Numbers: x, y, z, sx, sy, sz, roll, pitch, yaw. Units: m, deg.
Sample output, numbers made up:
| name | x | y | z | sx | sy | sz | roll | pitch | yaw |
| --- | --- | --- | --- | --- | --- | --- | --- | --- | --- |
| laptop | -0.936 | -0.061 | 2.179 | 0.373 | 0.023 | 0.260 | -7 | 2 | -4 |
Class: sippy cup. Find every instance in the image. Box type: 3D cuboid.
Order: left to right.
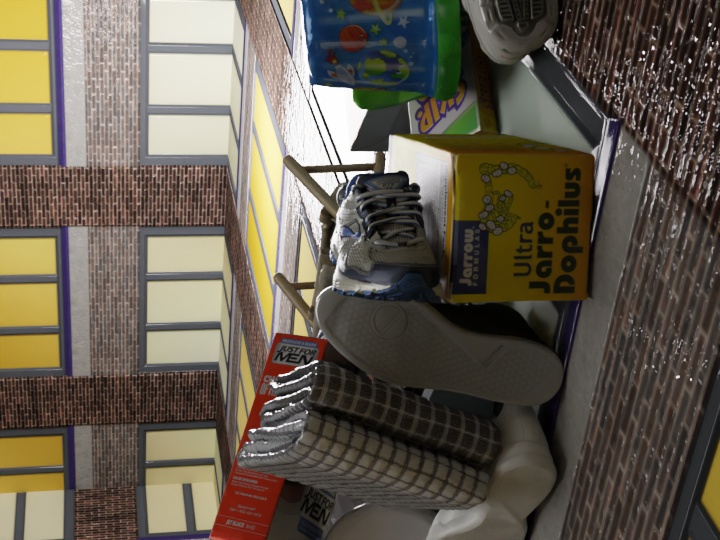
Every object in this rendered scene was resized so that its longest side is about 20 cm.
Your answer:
| name | x | y | z | sx | sy | sz | roll | pitch | yaw |
| --- | --- | --- | --- | --- | --- | --- | --- | --- | --- |
| sippy cup | 0.014 | -0.212 | 1.068 | 0.140 | 0.129 | 0.179 | -100 | 5 | -66 |

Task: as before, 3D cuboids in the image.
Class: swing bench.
| name | x | y | z | sx | sy | sz | roll | pitch | yaw |
| --- | --- | --- | --- | --- | --- | --- | --- | --- | --- |
| swing bench | -0.018 | -0.004 | 1.473 | 0.201 | 0.129 | 0.200 | -112 | 24 | -46 |

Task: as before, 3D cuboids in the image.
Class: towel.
| name | x | y | z | sx | sy | sz | roll | pitch | yaw |
| --- | --- | --- | --- | --- | --- | --- | --- | --- | --- |
| towel | 0.004 | 0.138 | 1.019 | 0.200 | 0.165 | 0.086 | 150 | 137 | -68 |

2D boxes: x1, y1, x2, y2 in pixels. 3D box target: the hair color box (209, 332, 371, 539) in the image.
| name | x | y | z | sx | sy | sz | roll | pitch | yaw |
| --- | --- | --- | --- | --- | --- | --- | --- | --- | --- |
| hair color box | -0.061 | 0.173 | 1.157 | 0.111 | 0.063 | 0.201 | 47 | -126 | -55 |

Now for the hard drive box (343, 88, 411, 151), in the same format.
| name | x | y | z | sx | sy | sz | roll | pitch | yaw |
| --- | --- | --- | --- | --- | --- | --- | --- | --- | --- |
| hard drive box | 0.030 | -0.250 | 1.335 | 0.156 | 0.076 | 0.202 | 120 | 148 | -66 |

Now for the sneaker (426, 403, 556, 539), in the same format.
| name | x | y | z | sx | sy | sz | roll | pitch | yaw |
| --- | --- | --- | --- | --- | --- | --- | --- | --- | --- |
| sneaker | 0.109 | 0.177 | 1.043 | 0.200 | 0.075 | 0.089 | 118 | 155 | -47 |

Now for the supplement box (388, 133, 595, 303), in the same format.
| name | x | y | z | sx | sy | sz | roll | pitch | yaw |
| --- | --- | --- | --- | --- | --- | --- | --- | --- | --- |
| supplement box | 0.095 | -0.047 | 0.972 | 0.200 | 0.109 | 0.110 | -137 | 47 | -74 |

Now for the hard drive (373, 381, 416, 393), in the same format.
| name | x | y | z | sx | sy | sz | roll | pitch | yaw |
| --- | --- | --- | --- | --- | --- | --- | --- | --- | --- |
| hard drive | 0.030 | 0.132 | 1.304 | 0.135 | 0.042 | 0.200 | -60 | -2 | -23 |

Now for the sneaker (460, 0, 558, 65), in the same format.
| name | x | y | z | sx | sy | sz | roll | pitch | yaw |
| --- | --- | --- | --- | --- | --- | --- | --- | --- | --- |
| sneaker | 0.105 | -0.259 | 0.996 | 0.099 | 0.077 | 0.202 | 128 | 140 | -76 |

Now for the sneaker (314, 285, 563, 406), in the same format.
| name | x | y | z | sx | sy | sz | roll | pitch | yaw |
| --- | --- | --- | --- | --- | --- | --- | --- | --- | --- |
| sneaker | 0.058 | 0.052 | 0.986 | 0.099 | 0.199 | 0.071 | -102 | 29 | -78 |

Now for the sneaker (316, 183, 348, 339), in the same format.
| name | x | y | z | sx | sy | sz | roll | pitch | yaw |
| --- | --- | --- | --- | --- | --- | --- | --- | --- | --- |
| sneaker | 0.002 | 0.000 | 1.256 | 0.203 | 0.077 | 0.147 | -50 | 45 | 28 |

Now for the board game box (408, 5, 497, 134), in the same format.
| name | x | y | z | sx | sy | sz | roll | pitch | yaw |
| --- | --- | --- | --- | --- | --- | --- | --- | --- | --- |
| board game box | 0.080 | -0.186 | 1.148 | 0.095 | 0.030 | 0.202 | -26 | 65 | 49 |

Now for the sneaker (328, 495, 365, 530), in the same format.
| name | x | y | z | sx | sy | sz | roll | pitch | yaw |
| --- | --- | --- | --- | --- | --- | --- | --- | --- | --- |
| sneaker | -0.015 | 0.257 | 1.491 | 0.201 | 0.114 | 0.076 | -105 | 19 | -49 |

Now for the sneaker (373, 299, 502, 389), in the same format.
| name | x | y | z | sx | sy | sz | roll | pitch | yaw |
| --- | --- | --- | --- | --- | --- | --- | --- | --- | --- |
| sneaker | 0.068 | 0.058 | 1.143 | 0.200 | 0.086 | 0.075 | -36 | 74 | 59 |

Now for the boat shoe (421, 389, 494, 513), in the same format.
| name | x | y | z | sx | sy | sz | roll | pitch | yaw |
| --- | --- | --- | --- | --- | --- | --- | --- | --- | --- |
| boat shoe | 0.073 | 0.142 | 1.172 | 0.091 | 0.070 | 0.201 | -113 | 23 | -51 |

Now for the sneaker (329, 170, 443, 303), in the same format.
| name | x | y | z | sx | sy | sz | roll | pitch | yaw |
| --- | --- | --- | --- | --- | --- | --- | --- | --- | --- |
| sneaker | 0.014 | -0.031 | 0.923 | 0.200 | 0.076 | 0.086 | -131 | 45 | -71 |

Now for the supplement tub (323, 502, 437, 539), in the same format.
| name | x | y | z | sx | sy | sz | roll | pitch | yaw |
| --- | --- | --- | --- | --- | --- | --- | --- | --- | --- |
| supplement tub | 0.029 | 0.312 | 1.188 | 0.200 | 0.143 | 0.145 | 89 | 174 | -64 |
